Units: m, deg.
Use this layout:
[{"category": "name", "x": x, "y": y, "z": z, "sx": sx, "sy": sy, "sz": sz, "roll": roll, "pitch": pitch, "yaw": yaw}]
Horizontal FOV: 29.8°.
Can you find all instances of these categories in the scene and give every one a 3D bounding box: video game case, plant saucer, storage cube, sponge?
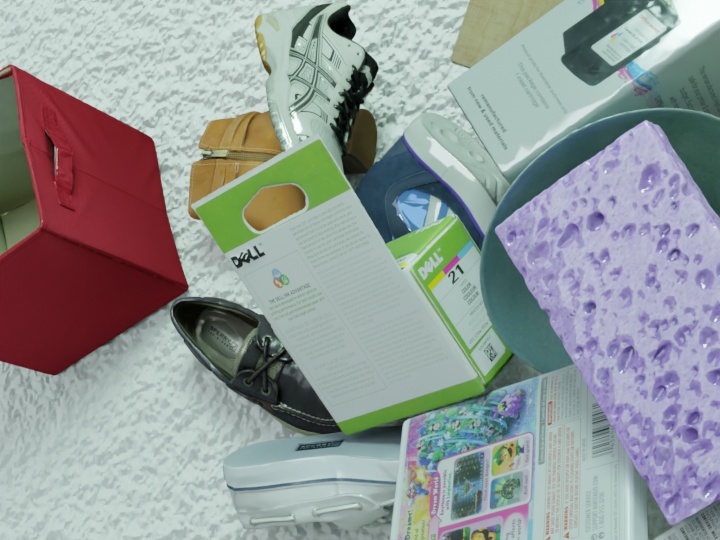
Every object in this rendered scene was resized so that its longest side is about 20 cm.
[{"category": "video game case", "x": 0.091, "y": 0.157, "z": 0.820, "sx": 0.181, "sy": 0.024, "sz": 0.201, "roll": -23, "pitch": 44, "yaw": 35}, {"category": "plant saucer", "x": 0.170, "y": -0.017, "z": 0.854, "sx": 0.201, "sy": 0.201, "sz": 0.039, "roll": -41, "pitch": 26, "yaw": 17}, {"category": "storage cube", "x": -0.284, "y": -0.036, "z": 1.168, "sx": 0.199, "sy": 0.179, "sz": 0.172, "roll": -32, "pitch": 58, "yaw": 23}, {"category": "sponge", "x": 0.170, "y": 0.028, "z": 0.754, "sx": 0.111, "sy": 0.030, "sz": 0.201, "roll": -36, "pitch": 71, "yaw": 21}]

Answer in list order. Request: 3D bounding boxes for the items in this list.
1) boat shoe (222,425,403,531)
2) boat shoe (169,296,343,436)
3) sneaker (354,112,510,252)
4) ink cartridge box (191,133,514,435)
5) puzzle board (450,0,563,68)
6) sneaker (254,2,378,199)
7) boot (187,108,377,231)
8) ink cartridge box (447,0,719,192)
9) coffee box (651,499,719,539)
[{"category": "boat shoe", "x": -0.003, "y": 0.155, "z": 0.983, "sx": 0.199, "sy": 0.074, "sz": 0.066, "roll": -6, "pitch": 103, "yaw": 26}, {"category": "boat shoe", "x": -0.075, "y": 0.072, "z": 1.055, "sx": 0.199, "sy": 0.065, "sz": 0.072, "roll": 28, "pitch": 89, "yaw": 37}, {"category": "sneaker", "x": 0.067, "y": -0.001, "z": 0.987, "sx": 0.200, "sy": 0.080, "sz": 0.147, "roll": 50, "pitch": 122, "yaw": 23}, {"category": "ink cartridge box", "x": 0.000, "y": 0.000, "z": 0.929, "sx": 0.147, "sy": 0.076, "sz": 0.201, "roll": -23, "pitch": 104, "yaw": 45}, {"category": "puzzle board", "x": 0.166, "y": -0.220, "z": 0.960, "sx": 0.150, "sy": 0.017, "sz": 0.201, "roll": 20, "pitch": 99, "yaw": 8}, {"category": "sneaker", "x": -0.026, "y": -0.137, "z": 1.037, "sx": 0.087, "sy": 0.076, "sz": 0.201, "roll": -15, "pitch": 54, "yaw": 3}, {"category": "boot", "x": -0.080, "y": -0.047, "z": 1.086, "sx": 0.154, "sy": 0.077, "sz": 0.201, "roll": 1, "pitch": 69, "yaw": 29}, {"category": "ink cartridge box", "x": 0.178, "y": -0.121, "z": 0.878, "sx": 0.200, "sy": 0.146, "sz": 0.083, "roll": -35, "pitch": 61, "yaw": 11}, {"category": "coffee box", "x": 0.245, "y": 0.165, "z": 0.768, "sx": 0.200, "sy": 0.113, "sz": 0.080, "roll": -39, "pitch": 54, "yaw": 17}]
